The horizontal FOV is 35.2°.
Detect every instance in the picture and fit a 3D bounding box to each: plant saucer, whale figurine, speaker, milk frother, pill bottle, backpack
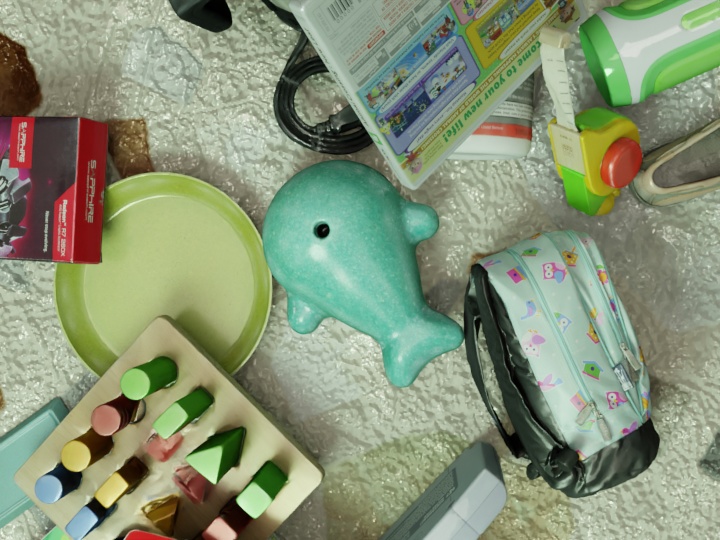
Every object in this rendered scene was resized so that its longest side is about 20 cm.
[{"bbox_3d":[-0.339,0.201,1.044,0.199,0.019,0.070,-35,88,7],"label":"plant saucer"},{"bbox_3d":[-0.174,0.014,1.012,0.198,0.031,0.202,0,93,6],"label":"plant saucer"},{"bbox_3d":[0.000,0.000,0.949,0.159,0.104,0.201,-36,80,6],"label":"whale figurine"},{"bbox_3d":[0.284,-0.206,0.925,0.199,0.088,0.089,-23,90,6],"label":"speaker"},{"bbox_3d":[-0.036,-0.209,0.909,0.180,0.188,0.200,-42,87,7],"label":"milk frother"},{"bbox_3d":[0.087,-0.195,0.932,0.115,0.116,0.202,3,93,6],"label":"pill bottle"},{"bbox_3d":[0.162,0.071,0.926,0.126,0.167,0.201,-21,86,-9],"label":"backpack"}]

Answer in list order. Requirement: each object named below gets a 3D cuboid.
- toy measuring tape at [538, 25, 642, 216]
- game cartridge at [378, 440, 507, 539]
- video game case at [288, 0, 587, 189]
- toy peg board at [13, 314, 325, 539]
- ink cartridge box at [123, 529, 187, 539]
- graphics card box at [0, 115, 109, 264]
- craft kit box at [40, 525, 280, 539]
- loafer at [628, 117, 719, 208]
[{"bbox_3d":[0.187,-0.125,0.912,0.073,0.074,0.201,-16,133,6],"label":"toy measuring tape"},{"bbox_3d":[0.045,0.233,0.945,0.040,0.133,0.200,43,96,2],"label":"game cartridge"},{"bbox_3d":[0.064,-0.186,0.813,0.200,0.182,0.022,-45,42,-10],"label":"video game case"},{"bbox_3d":[-0.171,0.178,0.944,0.200,0.098,0.199,44,95,3],"label":"toy peg board"},{"bbox_3d":[-0.144,0.321,0.909,0.175,0.084,0.201,22,117,-20],"label":"ink cartridge box"},{"bbox_3d":[-0.322,-0.072,0.998,0.198,0.051,0.127,4,91,18],"label":"graphics card box"},{"bbox_3d":[-0.176,0.273,1.017,0.197,0.049,0.200,-43,87,3],"label":"craft kit box"},{"bbox_3d":[0.320,-0.105,0.936,0.199,0.063,0.072,-25,90,7],"label":"loafer"}]
